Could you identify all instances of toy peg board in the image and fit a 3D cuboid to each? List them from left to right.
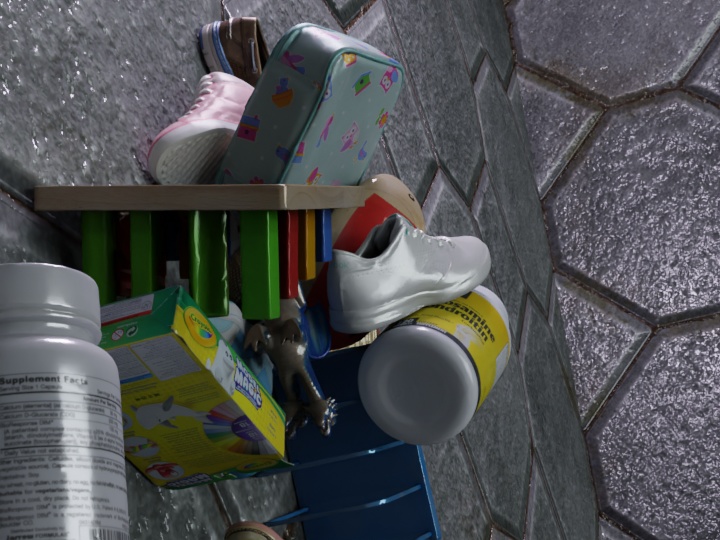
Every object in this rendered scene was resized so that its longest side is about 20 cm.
[{"bbox_3d":[-0.118,-0.018,0.952,0.199,0.199,0.098,-11,102,-73],"label":"toy peg board"}]

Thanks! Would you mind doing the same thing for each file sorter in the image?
[{"bbox_3d":[-0.026,0.179,1.159,0.123,0.138,0.201,3,73,-68],"label":"file sorter"}]

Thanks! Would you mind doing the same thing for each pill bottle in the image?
[{"bbox_3d":[-0.196,0.105,0.711,0.113,0.113,0.201,39,39,-63],"label":"pill bottle"},{"bbox_3d":[0.079,0.078,1.145,0.200,0.111,0.113,-39,114,-65],"label":"pill bottle"}]

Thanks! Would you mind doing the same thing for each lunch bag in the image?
[{"bbox_3d":[-0.046,-0.123,1.136,0.160,0.077,0.201,-4,124,-61],"label":"lunch bag"}]

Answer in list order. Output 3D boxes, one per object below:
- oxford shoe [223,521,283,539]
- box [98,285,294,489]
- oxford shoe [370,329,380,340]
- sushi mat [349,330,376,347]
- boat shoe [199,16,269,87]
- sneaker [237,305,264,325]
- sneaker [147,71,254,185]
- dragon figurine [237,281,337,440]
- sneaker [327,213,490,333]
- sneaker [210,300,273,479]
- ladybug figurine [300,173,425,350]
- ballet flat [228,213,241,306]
[{"bbox_3d":[-0.072,0.307,1.017,0.074,0.070,0.201,-54,127,-65],"label":"oxford shoe"},{"bbox_3d":[-0.136,0.097,0.902,0.200,0.117,0.049,60,24,-44],"label":"box"},{"bbox_3d":[-0.012,0.106,1.376,0.201,0.070,0.075,66,26,-22],"label":"oxford shoe"},{"bbox_3d":[-0.013,0.122,1.329,0.095,0.012,0.201,-1,86,-43],"label":"sushi mat"},{"bbox_3d":[-0.102,-0.183,1.316,0.072,0.072,0.200,-85,154,-48],"label":"boat shoe"},{"bbox_3d":[-0.048,0.016,1.228,0.200,0.071,0.083,-43,116,-41],"label":"sneaker"},{"bbox_3d":[-0.147,-0.134,1.157,0.200,0.104,0.076,-21,140,-48],"label":"sneaker"},{"bbox_3d":[-0.061,0.047,1.044,0.100,0.059,0.201,65,14,-55],"label":"dragon figurine"},{"bbox_3d":[0.048,-0.013,1.107,0.200,0.075,0.089,-24,109,-43],"label":"sneaker"},{"bbox_3d":[-0.120,0.103,1.015,0.200,0.079,0.131,40,37,-61],"label":"sneaker"},{"bbox_3d":[0.000,0.000,1.173,0.201,0.072,0.136,-57,153,-15],"label":"ladybug figurine"},{"bbox_3d":[-0.114,-0.034,1.200,0.065,0.070,0.200,41,24,-13],"label":"ballet flat"}]
